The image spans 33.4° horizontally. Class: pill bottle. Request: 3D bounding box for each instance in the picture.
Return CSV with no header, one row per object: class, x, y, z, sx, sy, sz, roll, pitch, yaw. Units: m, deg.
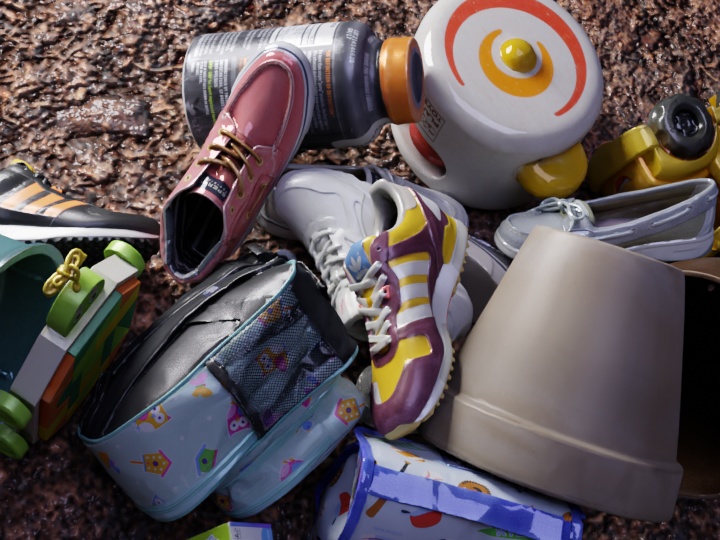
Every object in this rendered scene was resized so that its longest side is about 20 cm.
pill bottle,-0.045,-0.157,1.032,0.196,0.107,0.108,-2,61,16

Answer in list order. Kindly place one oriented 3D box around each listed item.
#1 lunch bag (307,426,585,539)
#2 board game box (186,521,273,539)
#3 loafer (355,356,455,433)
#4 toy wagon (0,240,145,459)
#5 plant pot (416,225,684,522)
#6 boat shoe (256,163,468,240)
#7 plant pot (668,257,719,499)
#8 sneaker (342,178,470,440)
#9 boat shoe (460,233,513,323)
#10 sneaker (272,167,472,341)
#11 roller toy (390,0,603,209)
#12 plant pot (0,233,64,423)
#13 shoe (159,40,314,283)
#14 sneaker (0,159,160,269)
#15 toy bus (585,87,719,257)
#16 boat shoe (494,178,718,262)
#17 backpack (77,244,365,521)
lunch bag,0.053,0.193,0.880,0.167,0.201,0.126,16,61,-7
board game box,-0.106,0.291,0.825,0.044,0.133,0.203,17,53,-49
loafer,0.093,0.108,1.007,0.196,0.070,0.071,3,64,-14
toy wagon,-0.210,0.051,0.873,0.039,0.200,0.156,32,60,0
plant pot,0.160,0.067,0.888,0.197,0.200,0.176,18,92,-7
boat shoe,0.007,-0.060,1.064,0.196,0.070,0.072,9,62,-11
plant pot,0.300,0.064,1.025,0.187,0.187,0.199,46,32,9
sneaker,0.021,0.026,0.885,0.089,0.075,0.202,31,47,-24
boat shoe,0.148,0.012,1.076,0.199,0.075,0.093,40,55,-4
sneaker,0.000,0.000,0.968,0.199,0.078,0.099,41,42,3
roller toy,0.125,-0.162,1.108,0.179,0.140,0.203,16,62,-7
plant pot,-0.348,0.031,0.860,0.194,0.201,0.202,26,60,7
shoe,-0.100,-0.084,0.965,0.071,0.202,0.091,28,23,2
sneaker,-0.259,-0.052,0.984,0.196,0.070,0.092,-1,68,-14
toy bus,0.337,-0.069,1.138,0.197,0.136,0.195,-18,81,-21
boat shoe,0.214,-0.043,1.043,0.198,0.066,0.075,-2,27,-7
backpack,-0.106,0.096,0.897,0.199,0.175,0.155,-34,106,-15
